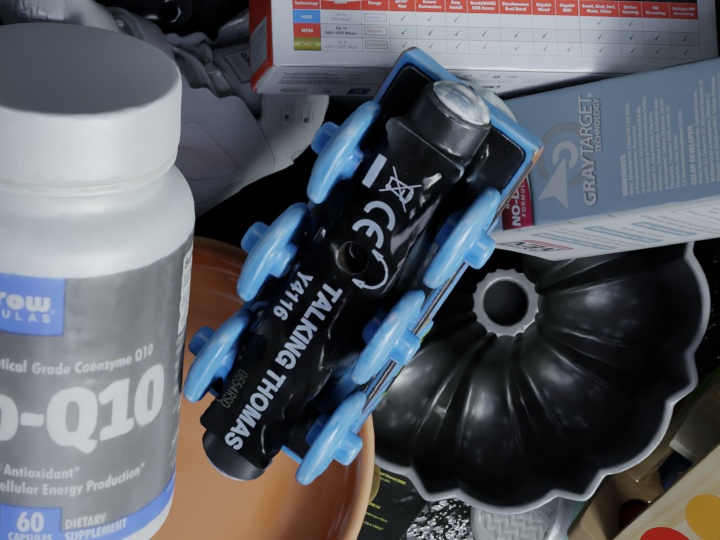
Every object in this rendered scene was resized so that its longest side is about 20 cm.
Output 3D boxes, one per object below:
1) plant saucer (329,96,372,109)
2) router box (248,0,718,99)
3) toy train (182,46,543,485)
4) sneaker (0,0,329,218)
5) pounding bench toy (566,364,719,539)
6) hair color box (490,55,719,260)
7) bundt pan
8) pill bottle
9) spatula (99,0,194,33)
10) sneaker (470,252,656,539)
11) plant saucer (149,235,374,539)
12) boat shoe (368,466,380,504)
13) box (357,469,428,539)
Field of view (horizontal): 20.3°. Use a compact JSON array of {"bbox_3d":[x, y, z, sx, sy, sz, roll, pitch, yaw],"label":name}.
[{"bbox_3d":[0.046,-0.153,0.948,0.199,0.039,0.203,-7,123,-11],"label":"plant saucer"},{"bbox_3d":[0.051,-0.167,0.869,0.198,0.049,0.182,1,82,-13],"label":"router box"},{"bbox_3d":[0.000,0.000,0.834,0.086,0.114,0.201,35,115,6],"label":"toy train"},{"bbox_3d":[-0.085,-0.091,0.904,0.114,0.075,0.200,-29,150,-3],"label":"sneaker"},{"bbox_3d":[0.231,0.140,1.011,0.200,0.124,0.156,43,128,4],"label":"pounding bench toy"},{"bbox_3d":[0.140,-0.049,0.864,0.199,0.061,0.099,-9,169,36],"label":"hair color box"},{"bbox_3d":[0.068,0.018,0.995,0.200,0.076,0.204,0,86,-3],"label":"bundt pan"},{"bbox_3d":[-0.125,0.010,0.813,0.113,0.114,0.202,-2,119,-15],"label":"pill bottle"},{"bbox_3d":[-0.173,-0.099,0.926,0.198,0.021,0.057,-16,101,-10],"label":"spatula"},{"bbox_3d":[0.119,0.061,1.095,0.073,0.118,0.202,21,90,18],"label":"sneaker"},{"bbox_3d":[-0.093,0.084,0.923,0.198,0.037,0.202,0,78,-2],"label":"plant saucer"},{"bbox_3d":[-0.092,0.105,0.990,0.198,0.075,0.067,10,143,-13],"label":"boat shoe"},{"bbox_3d":[-0.055,0.092,1.063,0.199,0.049,0.160,26,108,-27],"label":"box"}]
